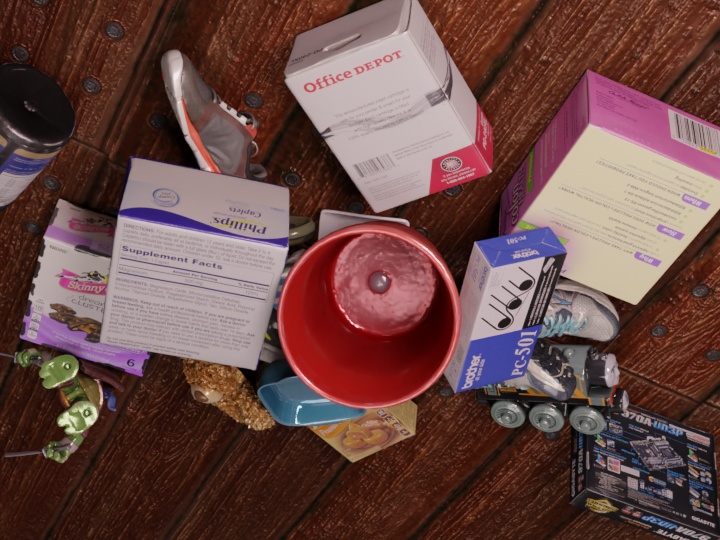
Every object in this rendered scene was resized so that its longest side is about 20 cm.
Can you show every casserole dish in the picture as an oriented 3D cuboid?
[{"bbox_3d":[-0.059,0.147,1.578,0.120,0.039,0.200,-7,155,6],"label":"casserole dish"}]

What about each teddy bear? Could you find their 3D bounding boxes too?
[{"bbox_3d":[-0.174,0.158,1.650,0.145,0.067,0.200,46,173,7],"label":"teddy bear"}]

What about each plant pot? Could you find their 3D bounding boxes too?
[{"bbox_3d":[0.017,0.031,1.407,0.199,0.177,0.202,2,104,7],"label":"plant pot"}]

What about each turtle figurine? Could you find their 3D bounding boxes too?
[{"bbox_3d":[-0.414,0.178,1.678,0.199,0.145,0.194,11,168,-13],"label":"turtle figurine"}]

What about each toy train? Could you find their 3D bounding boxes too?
[{"bbox_3d":[0.234,0.140,1.599,0.199,0.085,0.114,2,130,26],"label":"toy train"}]

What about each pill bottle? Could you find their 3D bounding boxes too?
[{"bbox_3d":[-0.414,-0.132,1.421,0.112,0.112,0.200,35,130,-24],"label":"pill bottle"}]

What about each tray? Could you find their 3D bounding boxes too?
[{"bbox_3d":[0.000,0.000,1.551,0.107,0.022,0.201,8,135,2],"label":"tray"}]

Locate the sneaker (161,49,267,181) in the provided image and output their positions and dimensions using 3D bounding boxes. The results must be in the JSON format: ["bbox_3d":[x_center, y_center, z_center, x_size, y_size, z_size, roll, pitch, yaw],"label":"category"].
[{"bbox_3d":[-0.156,-0.166,1.393,0.081,0.077,0.201,-24,134,-4],"label":"sneaker"}]

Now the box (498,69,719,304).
[{"bbox_3d":[0.271,-0.085,1.371,0.175,0.097,0.200,20,133,-11],"label":"box"}]

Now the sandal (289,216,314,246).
[{"bbox_3d":[-0.152,-0.066,1.483,0.200,0.080,0.058,1,115,0],"label":"sandal"}]

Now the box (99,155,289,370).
[{"bbox_3d":[-0.183,-0.005,1.408,0.183,0.105,0.201,11,133,-9],"label":"box"}]

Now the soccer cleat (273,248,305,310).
[{"bbox_3d":[-0.063,0.028,1.525,0.199,0.070,0.087,31,110,4],"label":"soccer cleat"}]

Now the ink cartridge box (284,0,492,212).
[{"bbox_3d":[0.033,-0.174,1.328,0.145,0.084,0.200,-17,129,24],"label":"ink cartridge box"}]

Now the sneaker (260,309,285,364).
[{"bbox_3d":[-0.142,0.056,1.607,0.199,0.074,0.085,22,95,6],"label":"sneaker"}]

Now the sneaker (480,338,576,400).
[{"bbox_3d":[0.169,0.110,1.545,0.199,0.077,0.087,31,113,25],"label":"sneaker"}]

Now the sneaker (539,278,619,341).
[{"bbox_3d":[0.216,0.054,1.514,0.199,0.087,0.078,20,133,-13],"label":"sneaker"}]

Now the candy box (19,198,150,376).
[{"bbox_3d":[-0.323,0.025,1.591,0.167,0.072,0.200,19,135,-9],"label":"candy box"}]

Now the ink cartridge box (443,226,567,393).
[{"bbox_3d":[0.153,0.046,1.391,0.093,0.044,0.201,-12,139,-21],"label":"ink cartridge box"}]

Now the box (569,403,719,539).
[{"bbox_3d":[0.369,0.257,1.652,0.199,0.160,0.046,20,137,-12],"label":"box"}]

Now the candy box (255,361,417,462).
[{"bbox_3d":[-0.030,0.167,1.698,0.115,0.056,0.200,-29,125,30],"label":"candy box"}]
